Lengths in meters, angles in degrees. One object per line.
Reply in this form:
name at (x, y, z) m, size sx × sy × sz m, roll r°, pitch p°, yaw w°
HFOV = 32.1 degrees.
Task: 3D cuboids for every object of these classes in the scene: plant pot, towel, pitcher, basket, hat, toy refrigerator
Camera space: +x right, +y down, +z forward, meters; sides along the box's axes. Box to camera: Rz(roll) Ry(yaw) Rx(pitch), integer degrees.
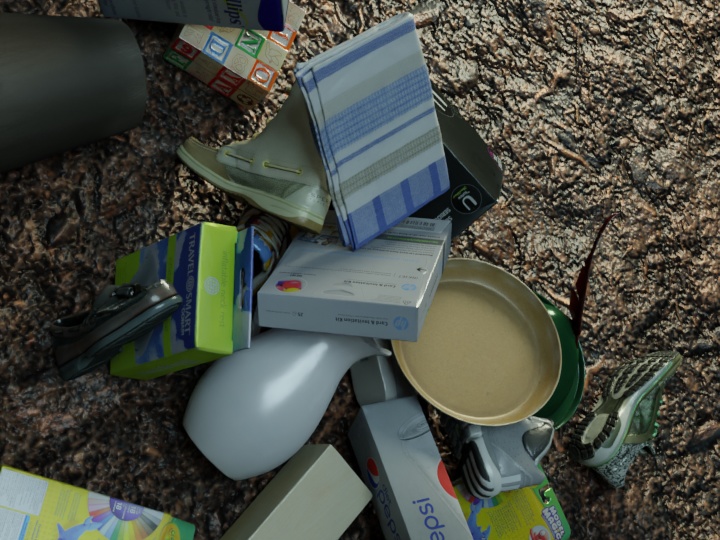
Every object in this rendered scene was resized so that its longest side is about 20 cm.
plant pot at (0.122, 0.080, 1.353) m, size 0.199 × 0.028 × 0.201 m, roll 9°, pitch 59°, yaw -14°
towel at (0.015, -0.135, 1.216) m, size 0.146 × 0.024 × 0.201 m, roll -33°, pitch 125°, yaw -26°
pitcher at (-0.091, 0.099, 1.267) m, size 0.200 × 0.172 × 0.121 m, roll -44°, pitch 134°, yaw -1°
basket at (-0.322, -0.179, 1.223) m, size 0.199 × 0.136 × 0.181 m, roll -13°, pitch 78°, yaw -33°
hat at (0.227, 0.077, 1.407) m, size 0.165 × 0.176 × 0.201 m, roll -26°, pitch 89°, yaw -30°
toy refrigerator at (-0.085, 0.273, 1.261) m, size 0.076 × 0.070 × 0.200 m, roll 51°, pitch 61°, yaw -15°

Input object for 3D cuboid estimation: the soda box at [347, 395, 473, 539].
soda box at (0.054, 0.232, 1.283) m, size 0.068 × 0.064 × 0.201 m, roll -7°, pitch 57°, yaw -22°

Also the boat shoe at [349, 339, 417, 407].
boat shoe at (0.025, 0.058, 1.376) m, size 0.068 × 0.072 × 0.201 m, roll -2°, pitch 74°, yaw -43°

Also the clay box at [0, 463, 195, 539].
clay box at (-0.264, 0.268, 1.180) m, size 0.199 × 0.048 × 0.116 m, roll 23°, pitch 67°, yaw -22°

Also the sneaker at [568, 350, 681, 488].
sneaker at (0.330, 0.179, 1.506) m, size 0.200 × 0.077 × 0.089 m, roll -47°, pitch 112°, yaw -23°

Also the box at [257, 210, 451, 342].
box at (0.000, 0.000, 1.240) m, size 0.155 × 0.200 × 0.041 m, roll 5°, pitch 116°, yaw 11°

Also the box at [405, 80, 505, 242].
box at (0.048, -0.131, 1.369) m, size 0.200 × 0.124 × 0.149 m, roll 48°, pitch 21°, yaw -8°

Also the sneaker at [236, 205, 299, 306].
sneaker at (-0.104, -0.027, 1.315) m, size 0.075 × 0.090 × 0.201 m, roll 39°, pitch 63°, yaw -13°

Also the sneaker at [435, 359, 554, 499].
sneaker at (0.152, 0.157, 1.381) m, size 0.115 × 0.075 × 0.201 m, roll -2°, pitch 55°, yaw -19°

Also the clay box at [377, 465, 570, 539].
clay box at (0.128, 0.285, 1.369) m, size 0.199 × 0.048 × 0.116 m, roll -22°, pitch 85°, yaw -31°

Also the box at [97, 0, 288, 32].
box at (-0.167, -0.360, 1.309) m, size 0.198 × 0.105 × 0.185 m, roll 5°, pitch 65°, yaw 3°

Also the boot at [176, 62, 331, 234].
boot at (-0.087, -0.140, 1.276) m, size 0.072 × 0.199 × 0.155 m, roll 23°, pitch 93°, yaw -56°

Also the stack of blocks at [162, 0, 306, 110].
stack of blocks at (-0.124, -0.296, 1.394) m, size 0.115 × 0.059 × 0.201 m, roll 29°, pitch 65°, yaw -18°

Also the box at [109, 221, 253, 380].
box at (-0.175, 0.031, 1.199) m, size 0.047 × 0.199 × 0.123 m, roll 11°, pitch 72°, yaw -36°

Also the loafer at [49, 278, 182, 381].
loafer at (-0.239, 0.046, 1.166) m, size 0.072 × 0.200 × 0.063 m, roll -25°, pitch 85°, yaw -45°
